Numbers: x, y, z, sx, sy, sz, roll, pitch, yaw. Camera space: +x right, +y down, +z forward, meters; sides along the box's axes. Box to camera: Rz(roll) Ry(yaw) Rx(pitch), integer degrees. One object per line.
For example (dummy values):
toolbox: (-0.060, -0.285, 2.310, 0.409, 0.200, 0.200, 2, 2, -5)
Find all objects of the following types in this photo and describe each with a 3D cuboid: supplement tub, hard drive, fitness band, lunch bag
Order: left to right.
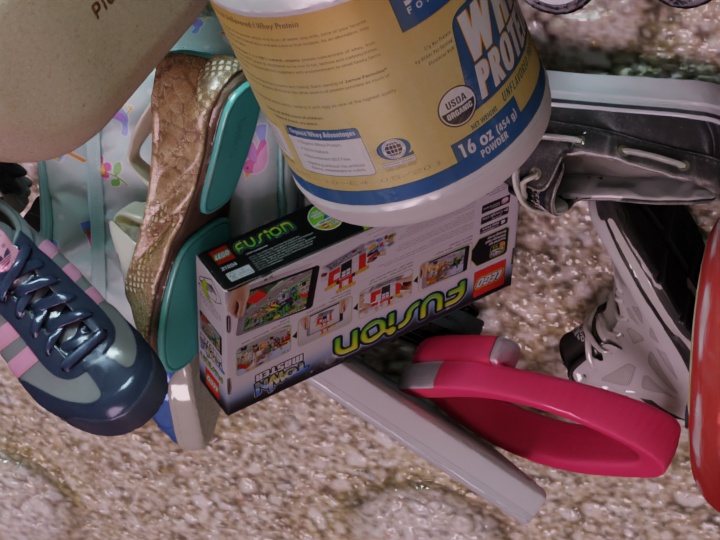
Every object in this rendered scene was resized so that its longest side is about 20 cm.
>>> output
lunch bag: (-0.114, -0.049, 1.587, 0.160, 0.077, 0.201, 3, 120, 4)
supplement tub: (0.002, -0.138, 1.376, 0.144, 0.145, 0.200, -5, 131, 27)
hard drive: (0.015, 0.083, 1.699, 0.200, 0.027, 0.132, 34, -179, -15)
fitness band: (0.108, 0.083, 1.646, 0.143, 0.038, 0.200, 27, 167, -24)

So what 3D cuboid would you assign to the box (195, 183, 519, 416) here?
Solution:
box: (0.000, 0.000, 1.564, 0.035, 0.200, 0.110, 50, 153, 34)

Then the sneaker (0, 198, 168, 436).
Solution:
sneaker: (-0.186, 0.018, 1.518, 0.200, 0.070, 0.082, 38, 167, 36)

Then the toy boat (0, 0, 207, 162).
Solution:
toy boat: (-0.177, -0.146, 1.415, 0.130, 0.200, 0.131, 6, 135, 38)

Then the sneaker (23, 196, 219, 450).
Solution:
sneaker: (-0.159, 0.032, 1.733, 0.111, 0.077, 0.200, -2, 130, 16)

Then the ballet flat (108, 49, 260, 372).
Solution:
ballet flat: (-0.104, -0.038, 1.521, 0.065, 0.070, 0.200, 28, 120, 21)

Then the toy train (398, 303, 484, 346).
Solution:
toy train: (-0.019, 0.004, 1.683, 0.200, 0.034, 0.046, 25, 152, -6)

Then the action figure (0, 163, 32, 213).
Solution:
action figure: (-0.247, -0.090, 1.607, 0.200, 0.119, 0.102, -33, 147, 20)

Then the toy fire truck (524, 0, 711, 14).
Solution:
toy fire truck: (0.146, -0.230, 1.312, 0.175, 0.129, 0.201, -1, 117, 17)

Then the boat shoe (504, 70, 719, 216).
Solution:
boat shoe: (0.107, -0.067, 1.499, 0.199, 0.071, 0.072, -2, 155, 15)

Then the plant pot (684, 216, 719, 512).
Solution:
plant pot: (0.274, 0.048, 1.473, 0.182, 0.201, 0.201, 5, 137, 12)

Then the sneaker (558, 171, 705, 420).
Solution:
sneaker: (0.155, 0.027, 1.602, 0.115, 0.076, 0.201, -12, 132, 30)
